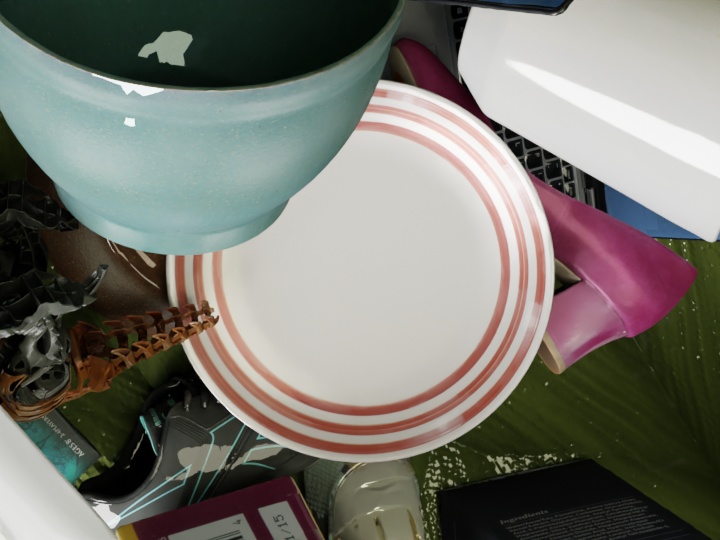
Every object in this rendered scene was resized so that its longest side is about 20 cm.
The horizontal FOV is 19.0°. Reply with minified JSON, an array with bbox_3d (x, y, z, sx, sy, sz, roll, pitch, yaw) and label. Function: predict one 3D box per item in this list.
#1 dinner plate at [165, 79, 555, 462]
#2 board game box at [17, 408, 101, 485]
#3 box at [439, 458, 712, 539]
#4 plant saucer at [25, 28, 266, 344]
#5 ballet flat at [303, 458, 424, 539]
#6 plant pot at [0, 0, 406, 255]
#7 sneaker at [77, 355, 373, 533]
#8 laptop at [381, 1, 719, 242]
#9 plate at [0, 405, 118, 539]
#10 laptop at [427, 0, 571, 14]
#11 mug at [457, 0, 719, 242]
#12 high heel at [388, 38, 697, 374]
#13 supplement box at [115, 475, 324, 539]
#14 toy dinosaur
[{"bbox_3d":[0.000,0.000,1.105,0.199,0.024,0.201,1,101,4],"label":"dinner plate"},{"bbox_3d":[-0.247,0.074,1.097,0.135,0.028,0.200,-45,115,-7],"label":"board game box"},{"bbox_3d":[0.131,0.209,1.190,0.104,0.200,0.149,-10,108,-19],"label":"box"},{"bbox_3d":[-0.073,-0.053,1.123,0.199,0.037,0.201,-5,106,-18],"label":"plant saucer"},{"bbox_3d":[0.006,0.166,1.200,0.069,0.071,0.201,-5,105,-20],"label":"ballet flat"},{"bbox_3d":[-0.084,-0.093,0.999,0.199,0.201,0.135,-10,135,-19],"label":"plant pot"},{"bbox_3d":[-0.066,0.082,1.147,0.200,0.075,0.079,-47,113,-5],"label":"sneaker"},{"bbox_3d":[0.114,-0.090,1.151,0.199,0.116,0.188,-15,108,-18],"label":"laptop"},{"bbox_3d":[-0.248,0.105,1.033,0.199,0.032,0.200,-21,122,27],"label":"plate"},{"bbox_3d":[0.062,-0.237,1.028,0.116,0.187,0.201,-16,111,-42],"label":"laptop"},{"bbox_3d":[0.141,-0.124,1.078,0.153,0.150,0.187,22,56,9],"label":"mug"},{"bbox_3d":[0.096,-0.050,1.139,0.096,0.067,0.200,-32,91,-10],"label":"high heel"},{"bbox_3d":[-0.058,0.229,1.119,0.103,0.131,0.201,-15,135,-19],"label":"supplement box"},{"bbox_3d":[-0.175,0.029,1.059,0.199,0.102,0.136,-25,146,-33],"label":"toy dinosaur"}]
